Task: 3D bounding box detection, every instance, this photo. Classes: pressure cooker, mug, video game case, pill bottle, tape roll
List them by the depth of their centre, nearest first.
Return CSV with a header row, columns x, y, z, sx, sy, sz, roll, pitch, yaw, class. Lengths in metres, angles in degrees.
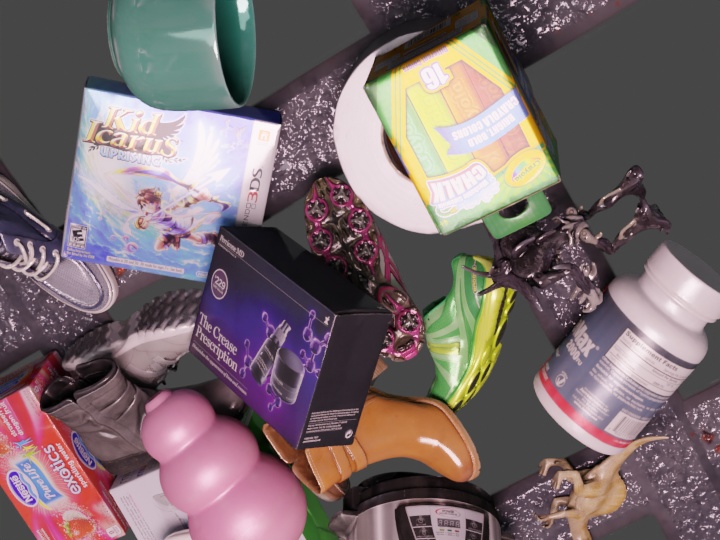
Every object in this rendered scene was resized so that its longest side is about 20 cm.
x,y,z,sx,sy,sz,roll,pitch,yaw,class
-0.169,-0.239,1.269,0.113,0.186,0.153,-2,135,9,mug
0.074,-0.141,1.312,0.197,0.066,0.203,2,110,5,tape roll
0.276,0.074,1.343,0.119,0.120,0.201,34,110,-7,pill bottle
-0.192,-0.086,1.354,0.197,0.046,0.183,9,111,-9,video game case
0.064,0.308,1.416,0.177,0.202,0.176,-17,140,22,pressure cooker

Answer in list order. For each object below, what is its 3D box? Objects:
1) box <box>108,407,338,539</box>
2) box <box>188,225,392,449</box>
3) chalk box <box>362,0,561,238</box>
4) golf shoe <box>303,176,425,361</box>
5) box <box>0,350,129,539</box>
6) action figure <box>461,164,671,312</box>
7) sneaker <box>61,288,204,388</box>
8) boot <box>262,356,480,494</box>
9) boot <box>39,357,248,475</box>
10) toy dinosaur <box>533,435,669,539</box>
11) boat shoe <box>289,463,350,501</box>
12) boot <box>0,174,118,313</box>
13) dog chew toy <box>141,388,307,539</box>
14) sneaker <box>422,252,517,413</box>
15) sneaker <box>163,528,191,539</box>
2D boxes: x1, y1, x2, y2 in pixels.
x,y,z,sx,sy,sz,roll,pitch,yaw,class
-0.147,0.271,1.473,0.175,0.097,0.201,-25,106,15,box
-0.073,0.060,1.298,0.078,0.199,0.143,3,112,-42,box
0.104,-0.120,1.215,0.124,0.124,0.201,-26,106,15,chalk box
0.000,0.000,1.362,0.072,0.092,0.202,-26,91,2,golf shoe
-0.334,0.206,1.469,0.099,0.096,0.201,-25,106,15,box
0.200,-0.017,1.306,0.198,0.120,0.102,-27,141,0,action figure
-0.218,0.083,1.433,0.198,0.075,0.082,-20,119,22,sneaker
0.011,0.175,1.353,0.200,0.155,0.077,44,139,9,boot
-0.223,0.136,1.389,0.198,0.070,0.132,-26,130,12,boot
0.247,0.231,1.450,0.100,0.058,0.202,14,120,-15,toy dinosaur
-0.053,0.157,1.434,0.071,0.076,0.202,-23,108,11,boat shoe
-0.344,-0.015,1.389,0.199,0.091,0.073,40,109,-9,boot
-0.144,0.204,1.338,0.124,0.125,0.201,-36,98,17,dog chew toy
0.102,0.069,1.396,0.083,0.074,0.202,29,117,23,sneaker
-0.122,0.335,1.393,0.198,0.100,0.075,28,113,-5,sneaker
